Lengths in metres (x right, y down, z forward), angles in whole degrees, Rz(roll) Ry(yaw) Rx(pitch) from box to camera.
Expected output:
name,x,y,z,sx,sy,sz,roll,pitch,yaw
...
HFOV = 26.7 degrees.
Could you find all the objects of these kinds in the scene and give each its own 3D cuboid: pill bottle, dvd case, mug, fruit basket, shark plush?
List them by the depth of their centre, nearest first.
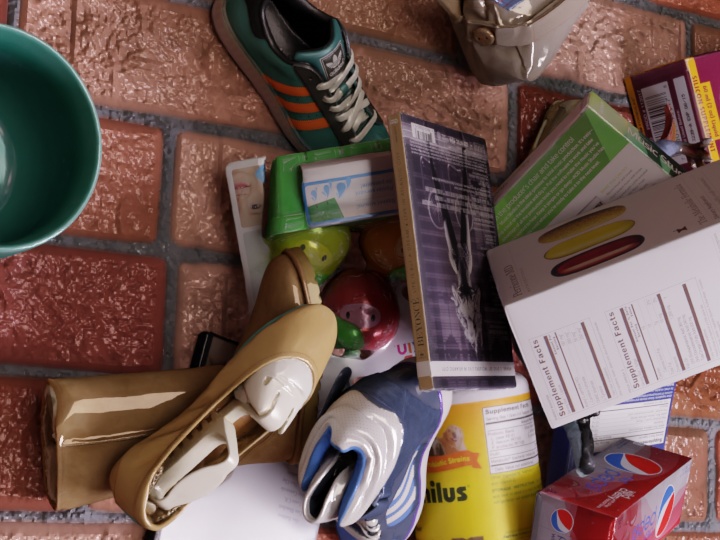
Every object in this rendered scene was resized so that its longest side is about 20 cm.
name,x,y,z,sx,sy,sz,roll,pitch,yaw
mug,-0.278,-0.088,1.016,0.184,0.114,0.153,30,69,-27
dvd case,0.071,-0.010,1.145,0.148,0.016,0.202,6,75,-61
dvd case,-0.088,0.164,1.174,0.142,0.017,0.202,23,72,-31
fruit basket,0.000,0.000,1.176,0.183,0.094,0.202,-9,83,-8
pill bottle,0.091,0.151,1.242,0.108,0.109,0.202,-5,87,-34
shark plush,0.172,0.090,1.258,0.090,0.201,0.084,-8,131,-20

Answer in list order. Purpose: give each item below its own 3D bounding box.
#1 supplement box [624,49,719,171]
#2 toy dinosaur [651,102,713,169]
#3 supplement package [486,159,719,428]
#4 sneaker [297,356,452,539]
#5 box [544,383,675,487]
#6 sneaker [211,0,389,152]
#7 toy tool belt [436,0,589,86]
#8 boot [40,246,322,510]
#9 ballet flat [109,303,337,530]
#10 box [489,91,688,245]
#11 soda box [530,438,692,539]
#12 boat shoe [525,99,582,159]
name,x,y,z,sx,sy,sz,roll,pitch,yaw
supplement box,0.366,-0.162,1.481,0.199,0.085,0.111,-17,94,-35
toy dinosaur,0.216,-0.066,1.331,0.179,0.200,0.106,-2,115,-8
supplement package,0.209,0.015,1.136,0.198,0.114,0.110,-22,111,5
sneaker,-0.010,0.163,1.128,0.080,0.201,0.146,34,36,21
box,0.221,0.163,1.352,0.120,0.032,0.202,-2,105,-34
sneaker,-0.033,-0.151,1.210,0.200,0.080,0.072,48,61,-20
toy tool belt,0.141,-0.265,1.321,0.123,0.124,0.201,50,60,-29
boot,-0.127,0.078,1.086,0.198,0.066,0.177,-5,105,-23
ballet flat,-0.084,0.107,1.048,0.200,0.063,0.069,-42,129,-1
box,0.211,-0.029,1.221,0.199,0.144,0.036,38,30,-11
soda box,0.208,0.196,1.241,0.199,0.069,0.064,-14,116,-60
boat shoe,0.161,-0.066,1.356,0.073,0.063,0.202,37,71,-39
